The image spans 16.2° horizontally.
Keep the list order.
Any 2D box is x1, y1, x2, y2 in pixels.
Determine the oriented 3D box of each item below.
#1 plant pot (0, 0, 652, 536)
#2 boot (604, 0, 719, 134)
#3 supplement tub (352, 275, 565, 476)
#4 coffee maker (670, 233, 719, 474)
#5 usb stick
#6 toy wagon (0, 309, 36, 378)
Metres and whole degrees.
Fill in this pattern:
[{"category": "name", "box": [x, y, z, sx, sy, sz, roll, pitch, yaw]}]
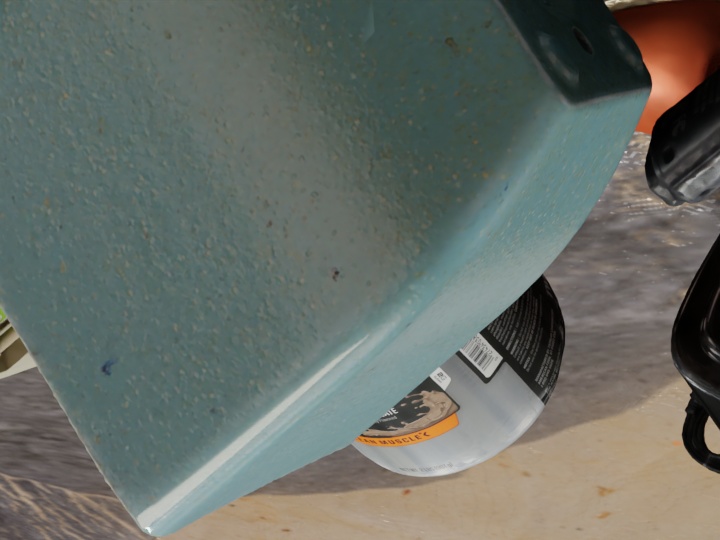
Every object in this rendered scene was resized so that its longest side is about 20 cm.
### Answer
[{"category": "plant pot", "box": [-0.014, -0.055, 0.902, 0.200, 0.197, 0.196, -35, 173, 21]}, {"category": "boot", "box": [0.155, -0.053, 0.984, 0.199, 0.108, 0.075, 8, 156, 10]}, {"category": "supplement tub", "box": [0.000, 0.000, 1.126, 0.122, 0.123, 0.200, -6, 149, 30]}, {"category": "coffee maker", "box": [0.211, 0.057, 1.147, 0.191, 0.135, 0.200, -1, 151, 24]}, {"category": "usb stick", "box": [0.178, -0.091, 0.894, 0.033, 0.056, 0.200, 41, 124, -14]}, {"category": "toy wagon", "box": [-0.136, -0.001, 1.162, 0.040, 0.155, 0.200, 47, 172, 19]}]
